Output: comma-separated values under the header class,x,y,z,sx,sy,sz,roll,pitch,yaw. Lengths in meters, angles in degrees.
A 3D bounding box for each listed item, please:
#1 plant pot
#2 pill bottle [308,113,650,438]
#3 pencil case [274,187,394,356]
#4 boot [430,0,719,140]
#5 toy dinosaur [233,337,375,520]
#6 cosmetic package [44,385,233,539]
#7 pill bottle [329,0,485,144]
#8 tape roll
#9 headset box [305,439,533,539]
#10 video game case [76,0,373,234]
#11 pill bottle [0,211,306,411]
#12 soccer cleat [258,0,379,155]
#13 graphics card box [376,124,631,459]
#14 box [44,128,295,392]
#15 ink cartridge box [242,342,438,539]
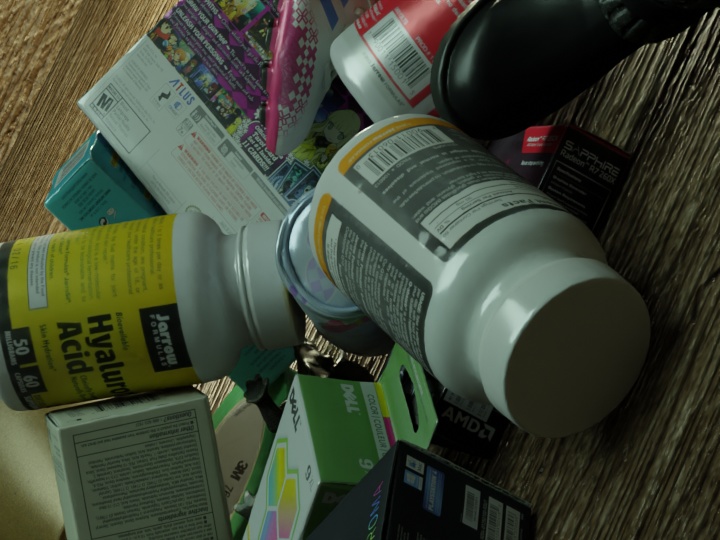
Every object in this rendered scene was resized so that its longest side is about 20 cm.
class,x,y,z,sx,sy,sz,roll,pitch,yaw
plant pot,-0.199,0.150,1.786,0.187,0.186,0.200,-60,29,9
pill bottle,0.064,0.003,1.378,0.117,0.116,0.200,-59,41,10
pencil case,0.000,0.000,1.590,0.091,0.083,0.200,-40,-11,-3
boot,0.144,-0.148,1.412,0.211,0.080,0.158,-38,14,-9
toy dinosaur,-0.030,0.126,1.628,0.077,0.102,0.202,-11,65,34
cosmetic package,-0.134,0.183,1.629,0.073,0.103,0.202,-159,60,-75
pill bottle,0.087,-0.161,1.587,0.200,0.112,0.112,-39,22,9
tape roll,-0.085,0.163,1.774,0.201,0.048,0.201,-54,19,28
headset box,-0.002,0.224,1.361,0.200,0.092,0.175,-49,21,40
video game case,-0.067,-0.102,1.705,0.181,0.200,0.036,-44,-17,9
pill bottle,-0.140,0.022,1.633,0.111,0.198,0.112,-10,-90,-83
soccer cleat,-0.016,-0.172,1.645,0.070,0.086,0.202,-176,94,-86
graphics card box,0.080,0.010,1.516,0.201,0.051,0.125,-65,17,-5
box,-0.127,-0.005,1.743,0.049,0.200,0.082,-44,13,12
ink cartridge box,-0.018,0.132,1.496,0.104,0.059,0.201,-104,28,-54
